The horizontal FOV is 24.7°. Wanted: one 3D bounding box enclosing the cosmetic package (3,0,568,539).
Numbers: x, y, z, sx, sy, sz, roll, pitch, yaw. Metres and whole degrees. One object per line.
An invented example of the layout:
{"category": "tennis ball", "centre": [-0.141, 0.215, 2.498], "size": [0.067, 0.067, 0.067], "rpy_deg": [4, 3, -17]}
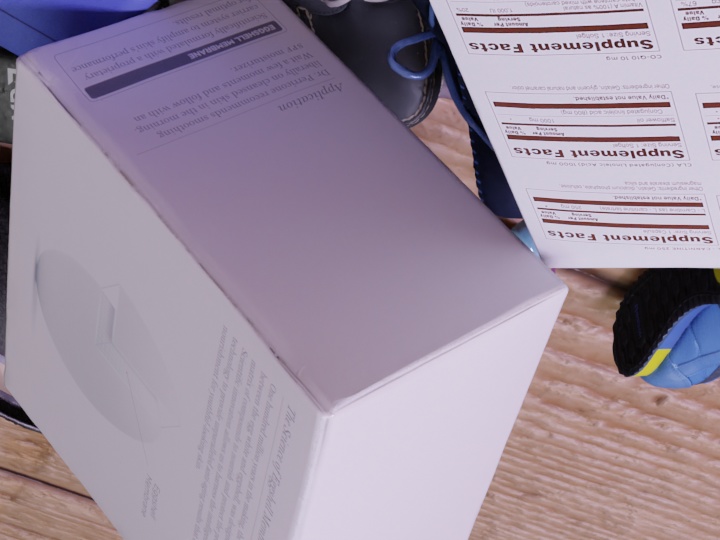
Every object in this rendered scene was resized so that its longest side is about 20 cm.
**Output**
{"category": "cosmetic package", "centre": [-0.043, 0.029, 0.674], "size": [0.200, 0.122, 0.201], "rpy_deg": [48, 144, 27]}

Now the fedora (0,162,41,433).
{"category": "fedora", "centre": [-0.188, 0.005, 0.982], "size": [0.199, 0.202, 0.092], "rpy_deg": [30, 117, -24]}

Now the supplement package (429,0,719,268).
{"category": "supplement package", "centre": [0.121, -0.132, 0.551], "size": [0.145, 0.193, 0.201], "rpy_deg": [1, 148, 23]}

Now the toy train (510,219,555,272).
{"category": "toy train", "centre": [0.051, 0.003, 0.885], "size": [0.056, 0.199, 0.150], "rpy_deg": [53, 176, 12]}

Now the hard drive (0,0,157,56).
{"category": "hard drive", "centre": [-0.102, -0.154, 0.593], "size": [0.131, 0.026, 0.199], "rpy_deg": [28, 137, -34]}

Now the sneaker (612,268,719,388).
{"category": "sneaker", "centre": [0.209, 0.008, 0.882], "size": [0.077, 0.067, 0.200], "rpy_deg": [9, 152, -15]}

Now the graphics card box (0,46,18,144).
{"category": "graphics card box", "centre": [-0.217, -0.121, 0.779], "size": [0.197, 0.126, 0.051], "rpy_deg": [11, 126, 8]}

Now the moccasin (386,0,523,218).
{"category": "moccasin", "centre": [0.050, -0.122, 0.660], "size": [0.067, 0.203, 0.080], "rpy_deg": [2, -167, 22]}

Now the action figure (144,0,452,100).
{"category": "action figure", "centre": [-0.026, -0.094, 0.775], "size": [0.191, 0.106, 0.200], "rpy_deg": [15, 152, -18]}

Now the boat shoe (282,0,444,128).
{"category": "boat shoe", "centre": [-0.014, -0.134, 0.677], "size": [0.072, 0.062, 0.201], "rpy_deg": [-16, 122, 9]}
